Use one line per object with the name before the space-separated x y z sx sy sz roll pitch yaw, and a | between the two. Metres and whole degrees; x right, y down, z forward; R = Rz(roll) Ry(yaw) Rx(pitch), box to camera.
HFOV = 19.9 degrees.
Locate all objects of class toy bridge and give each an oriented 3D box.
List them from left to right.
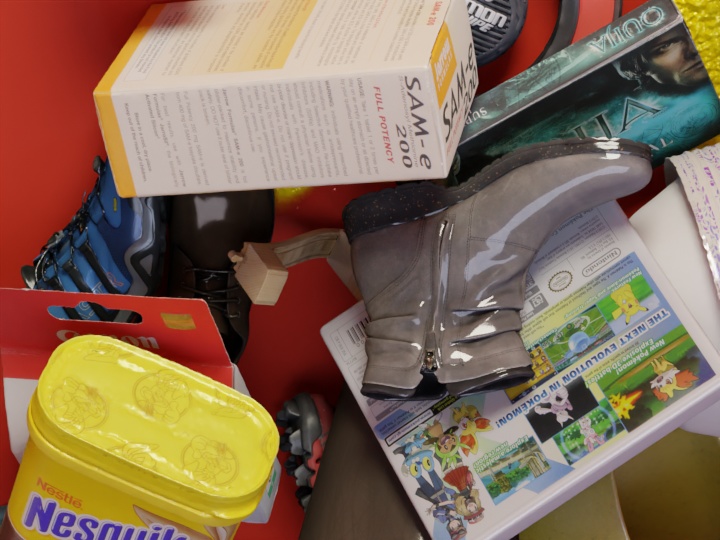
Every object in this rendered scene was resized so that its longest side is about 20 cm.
toy bridge | 0.000 0.000 1.319 0.199 0.067 0.027 7 120 -36

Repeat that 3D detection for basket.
basket | 0.034 0.156 1.298 0.179 0.202 0.136 -8 153 41

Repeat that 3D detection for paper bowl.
paper bowl | 0.229 0.023 1.293 0.103 0.201 0.202 -14 119 4

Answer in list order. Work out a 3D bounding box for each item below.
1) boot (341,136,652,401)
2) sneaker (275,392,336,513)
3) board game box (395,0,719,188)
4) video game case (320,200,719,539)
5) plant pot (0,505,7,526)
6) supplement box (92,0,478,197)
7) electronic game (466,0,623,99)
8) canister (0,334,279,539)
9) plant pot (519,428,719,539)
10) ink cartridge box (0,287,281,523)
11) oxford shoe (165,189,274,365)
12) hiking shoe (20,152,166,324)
boot | 0.089 0.005 1.214 0.198 0.133 0.070 -17 160 19
sneaker | 0.009 0.159 1.412 0.097 0.071 0.202 -24 116 -3
board game box | 0.125 -0.083 1.287 0.199 0.028 0.135 -29 147 9
video game case | 0.096 0.052 1.233 0.199 0.183 0.022 -34 149 6
plant pot | -0.212 0.293 1.380 0.198 0.197 0.202 -3 119 -6
supplement box | -0.040 -0.106 1.199 0.198 0.126 0.074 -3 120 15
electronic game | 0.064 -0.161 1.262 0.198 0.042 0.202 -3 118 -6
canister | -0.147 0.151 1.268 0.147 0.087 0.201 23 132 -1
plant pot | 0.153 0.159 1.382 0.141 0.201 0.201 -17 123 31
ink cartridge box | -0.149 0.088 1.289 0.159 0.050 0.201 3 147 15
oxford shoe | -0.090 0.000 1.304 0.072 0.085 0.202 2 116 -8
hiking shoe | -0.169 -0.004 1.294 0.086 0.075 0.202 4 117 -11
